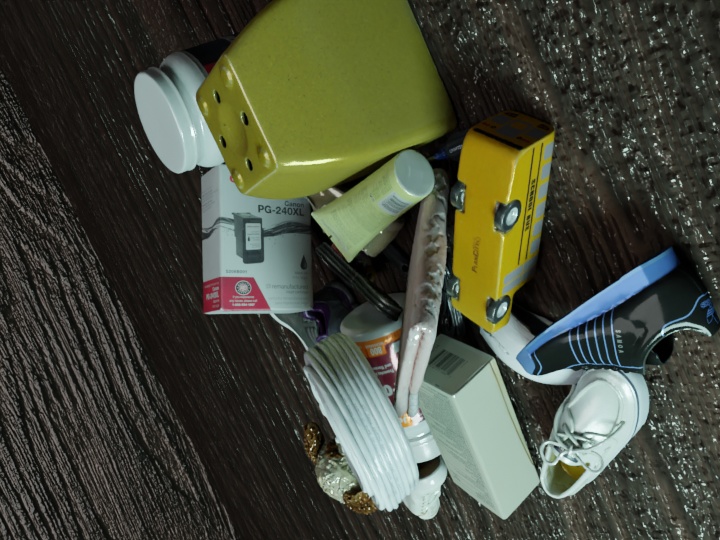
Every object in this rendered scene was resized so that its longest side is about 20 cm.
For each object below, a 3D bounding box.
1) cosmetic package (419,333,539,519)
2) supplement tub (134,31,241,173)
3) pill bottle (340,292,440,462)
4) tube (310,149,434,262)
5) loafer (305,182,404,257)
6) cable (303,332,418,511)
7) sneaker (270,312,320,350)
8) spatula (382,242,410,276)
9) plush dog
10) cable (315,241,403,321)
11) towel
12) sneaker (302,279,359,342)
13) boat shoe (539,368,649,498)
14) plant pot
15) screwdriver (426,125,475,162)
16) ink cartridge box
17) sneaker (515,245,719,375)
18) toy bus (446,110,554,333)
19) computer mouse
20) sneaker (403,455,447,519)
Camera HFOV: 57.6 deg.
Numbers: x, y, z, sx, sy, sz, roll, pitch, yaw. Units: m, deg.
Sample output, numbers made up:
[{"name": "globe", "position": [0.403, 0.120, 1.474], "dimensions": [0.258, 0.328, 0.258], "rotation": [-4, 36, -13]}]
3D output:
[{"name": "cosmetic package", "position": [0.136, 0.188, 0.797], "dimensions": [0.103, 0.073, 0.203], "rotation": [22, 142, 55]}, {"name": "supplement tub", "position": [-0.170, -0.220, 0.839], "dimensions": [0.140, 0.198, 0.143], "rotation": [36, 143, 34]}, {"name": "pill bottle", "position": [0.055, 0.144, 0.881], "dimensions": [0.113, 0.113, 0.204], "rotation": [3, 117, 56]}, {"name": "tube", "position": [0.008, -0.070, 0.735], "dimensions": [0.199, 0.051, 0.060], "rotation": [-33, 58, 56]}, {"name": "loafer", "position": [-0.034, -0.083, 0.841], "dimensions": [0.198, 0.075, 0.070], "rotation": [34, 108, 31]}, {"name": "cable", "position": [0.001, 0.170, 0.744], "dimensions": [0.201, 0.068, 0.203], "rotation": [53, 166, 46]}, {"name": "sneaker", "position": [-0.092, 0.066, 1.098], "dimensions": [0.201, 0.070, 0.100], "rotation": [49, 147, 10]}, {"name": "spatula", "position": [0.004, -0.060, 0.879], "dimensions": [0.200, 0.020, 0.057], "rotation": [43, 122, 23]}, {"name": "plush dog", "position": [0.004, 0.283, 1.018], "dimensions": [0.199, 0.170, 0.164], "rotation": [34, 140, 38]}, {"name": "cable", "position": [0.000, 0.000, 0.839], "dimensions": [0.097, 0.051, 0.200], "rotation": [40, 178, -21]}, {"name": "towel", "position": [0.066, 0.028, 0.706], "dimensions": [0.031, 0.204, 0.193], "rotation": [7, 142, 2]}, {"name": "sneaker", "position": [-0.016, 0.113, 0.992], "dimensions": [0.201, 0.086, 0.075], "rotation": [50, 149, 20]}, {"name": "boat shoe", "position": [0.222, 0.172, 0.669], "dimensions": [0.074, 0.085, 0.205], "rotation": [42, 146, 28]}, {"name": "plant pot", "position": [-0.056, -0.182, 0.693], "dimensions": [0.193, 0.198, 0.199], "rotation": [-15, 102, 60]}, {"name": "screwdriver", "position": [0.072, -0.122, 0.710], "dimensions": [0.029, 0.028, 0.198], "rotation": [40, 155, -25]}, {"name": "ink cartridge box", "position": [-0.149, -0.042, 0.944], "dimensions": [0.083, 0.142, 0.206], "rotation": [-12, 79, 59]}, {"name": "sneaker", "position": [0.219, 0.062, 0.583], "dimensions": [0.079, 0.069, 0.200], "rotation": [57, 143, 14]}, {"name": "toy bus", "position": [0.133, -0.041, 0.636], "dimensions": [0.065, 0.077, 0.204], "rotation": [32, 140, 38]}, {"name": "computer mouse", "position": [0.155, 0.065, 0.727], "dimensions": [0.199, 0.043, 0.112], "rotation": [33, 139, 41]}, {"name": "sneaker", "position": [0.106, 0.338, 1.019], "dimensions": [0.085, 0.072, 0.200], "rotation": [51, 160, 9]}]
